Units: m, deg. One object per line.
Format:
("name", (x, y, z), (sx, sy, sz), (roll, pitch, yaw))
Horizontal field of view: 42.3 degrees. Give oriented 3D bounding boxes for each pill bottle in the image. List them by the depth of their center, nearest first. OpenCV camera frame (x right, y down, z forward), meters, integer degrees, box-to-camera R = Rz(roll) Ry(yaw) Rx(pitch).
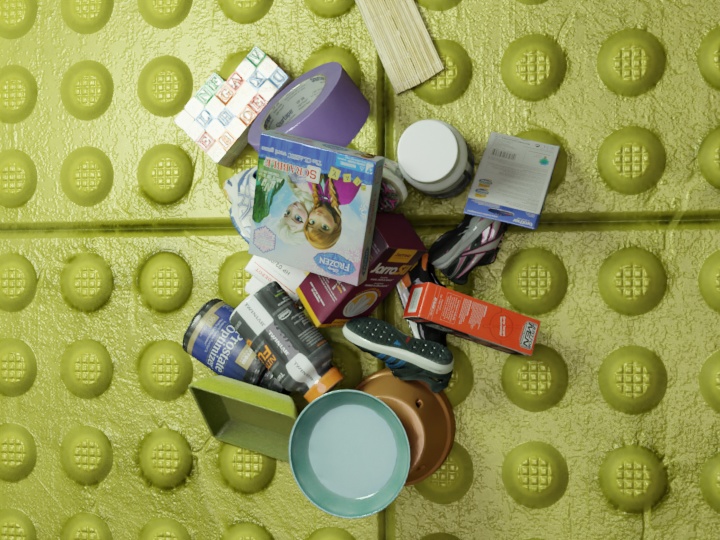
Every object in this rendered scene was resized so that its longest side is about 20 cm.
("pill bottle", (0.121, -0.181, 1.507), (0.112, 0.200, 0.115), (0, 89, 12))
("pill bottle", (-0.116, 0.124, 1.530), (0.106, 0.106, 0.200), (-42, 82, 9))
("pill bottle", (-0.202, 0.145, 1.622), (0.199, 0.112, 0.113), (32, 96, 11))

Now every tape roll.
("tape roll", (-0.087, -0.249, 1.551), (0.199, 0.201, 0.085), (-37, 117, 10))

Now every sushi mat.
("sushi mat", (0.065, -0.415, 1.618), (0.095, 0.012, 0.202), (-24, 85, 10))

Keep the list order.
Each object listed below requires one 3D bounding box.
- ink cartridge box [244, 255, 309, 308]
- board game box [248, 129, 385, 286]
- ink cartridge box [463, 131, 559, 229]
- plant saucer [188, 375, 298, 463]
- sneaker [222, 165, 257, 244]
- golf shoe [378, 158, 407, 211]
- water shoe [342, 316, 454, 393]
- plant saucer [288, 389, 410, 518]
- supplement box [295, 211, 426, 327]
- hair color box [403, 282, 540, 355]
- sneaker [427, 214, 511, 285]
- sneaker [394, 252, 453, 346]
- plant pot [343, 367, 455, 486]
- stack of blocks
("ink cartridge box", (-0.119, -0.015, 1.627), (0.115, 0.068, 0.201), (36, 97, 11))
("board game box", (-0.072, -0.098, 1.447), (0.198, 0.041, 0.202), (15, 111, 19))
("ink cartridge box", (0.244, -0.138, 1.503), (0.118, 0.042, 0.201), (14, 49, 12))
("plant saucer", (-0.178, 0.251, 1.594), (0.198, 0.201, 0.048), (14, 57, 15))
("sneaker", (-0.177, -0.112, 1.600), (0.088, 0.075, 0.201), (-32, 49, 7))
("golf shoe", (0.037, -0.155, 1.535), (0.091, 0.200, 0.073), (-29, 114, -12))
("water shoe", (0.055, 0.143, 1.529), (0.198, 0.071, 0.080), (21, 124, 21))
("plant saucer", (-0.015, 0.288, 1.476), (0.197, 0.036, 0.203), (0, 90, 14))
("supplement box", (0.000, 0.000, 1.541), (0.200, 0.110, 0.086), (-49, 59, 28))
("hair color box", (0.178, 0.079, 1.506), (0.198, 0.101, 0.062), (18, 83, -10))
("sneaker", (0.207, -0.057, 1.561), (0.199, 0.080, 0.087), (-40, 113, 2))
("sneaker", (0.124, 0.066, 1.571), (0.089, 0.070, 0.202), (-23, 83, 14))
("plant pot", (0.052, 0.267, 1.550), (0.198, 0.140, 0.203), (0, 89, 13))
("stack of blocks", (-0.222, -0.300, 1.658), (0.115, 0.059, 0.200), (44, 98, 10))
